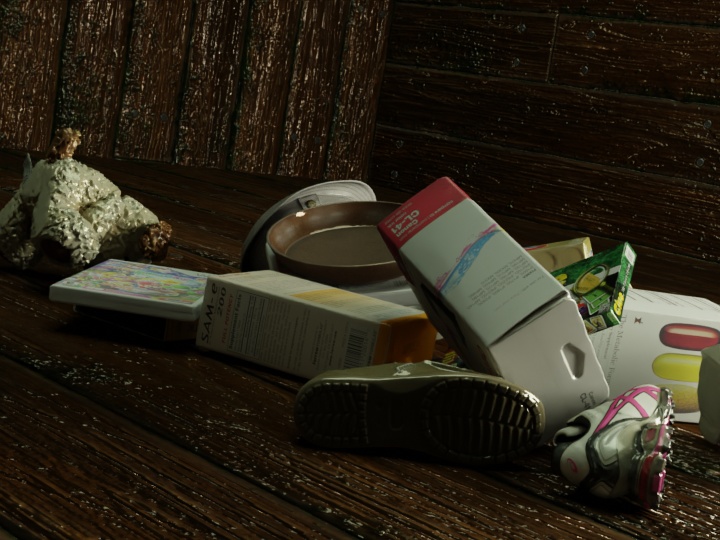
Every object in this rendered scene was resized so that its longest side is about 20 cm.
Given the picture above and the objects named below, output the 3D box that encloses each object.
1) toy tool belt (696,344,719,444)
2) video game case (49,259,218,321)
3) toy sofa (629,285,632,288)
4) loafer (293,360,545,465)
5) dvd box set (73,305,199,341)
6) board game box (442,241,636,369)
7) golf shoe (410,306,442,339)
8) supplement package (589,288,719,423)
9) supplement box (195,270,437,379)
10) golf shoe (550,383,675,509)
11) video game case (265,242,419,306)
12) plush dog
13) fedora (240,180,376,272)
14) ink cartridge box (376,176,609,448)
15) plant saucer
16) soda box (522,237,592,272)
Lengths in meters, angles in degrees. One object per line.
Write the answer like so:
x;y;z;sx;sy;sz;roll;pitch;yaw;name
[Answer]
0.394;0.119;1.124;0.122;0.126;0.200;0;10;-9;toy tool belt
-0.218;0.018;1.278;0.142;0.018;0.200;8;8;4;video game case
0.316;0.049;1.528;0.083;0.098;0.200;-32;6;3;toy sofa
0.046;0.104;0.977;0.199;0.076;0.067;8;14;-9;loafer
-0.181;0.041;1.327;0.146;0.030;0.199;14;10;37;dvd box set
0.169;0.043;1.205;0.199;0.023;0.105;-25;23;35;board game box
0.046;0.055;1.426;0.199;0.076;0.092;-1;-22;-16;golf shoe
0.283;0.082;1.274;0.199;0.114;0.110;7;12;-17;supplement package
-0.041;0.058;1.208;0.199;0.074;0.126;14;8;24;supplement box
0.203;0.129;0.998;0.092;0.073;0.200;10;8;14;golf shoe
0.000;0.000;1.393;0.199;0.023;0.182;-6;23;-7;video game case
-0.311;-0.058;1.464;0.171;0.161;0.199;32;-21;-35;plush dog
-0.045;-0.017;1.541;0.199;0.177;0.090;-10;45;-31;fedora
0.113;0.033;1.080;0.085;0.148;0.200;-33;41;-4;ink cartridge box
-0.004;-0.029;1.390;0.199;0.035;0.200;-3;23;1;plant saucer
0.179;0.011;1.496;0.199;0.068;0.064;-9;4;17;soda box
